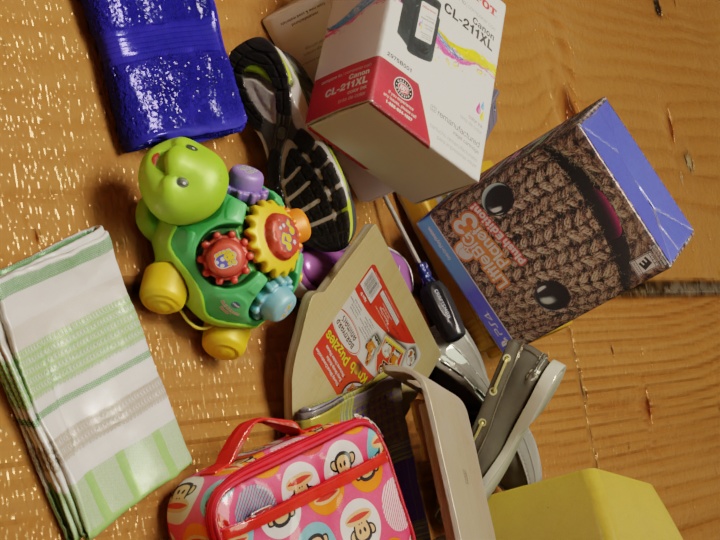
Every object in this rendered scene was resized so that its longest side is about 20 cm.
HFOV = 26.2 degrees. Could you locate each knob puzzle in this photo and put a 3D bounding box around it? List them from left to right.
[{"bbox_3d":[-0.015,0.089,1.371,0.220,0.030,0.220,-15,109,-51],"label":"knob puzzle"}]

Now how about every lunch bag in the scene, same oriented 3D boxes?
[{"bbox_3d":[-0.055,0.199,1.222,0.200,0.082,0.176,-21,97,-44],"label":"lunch bag"}]

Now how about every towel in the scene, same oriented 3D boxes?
[{"bbox_3d":[-0.196,0.079,1.131,0.149,0.031,0.200,-33,105,-54],"label":"towel"},{"bbox_3d":[-0.162,-0.201,1.272,0.148,0.050,0.200,-20,94,-57],"label":"towel"},{"bbox_3d":[0.007,0.194,1.354,0.144,0.023,0.200,-19,103,-50],"label":"towel"}]

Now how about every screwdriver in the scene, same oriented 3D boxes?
[{"bbox_3d":[0.053,-0.022,1.497,0.200,0.029,0.028,68,18,11],"label":"screwdriver"}]

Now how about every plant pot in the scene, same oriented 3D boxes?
[{"bbox_3d":[0.211,0.298,1.497,0.200,0.200,0.176,22,54,-50],"label":"plant pot"}]

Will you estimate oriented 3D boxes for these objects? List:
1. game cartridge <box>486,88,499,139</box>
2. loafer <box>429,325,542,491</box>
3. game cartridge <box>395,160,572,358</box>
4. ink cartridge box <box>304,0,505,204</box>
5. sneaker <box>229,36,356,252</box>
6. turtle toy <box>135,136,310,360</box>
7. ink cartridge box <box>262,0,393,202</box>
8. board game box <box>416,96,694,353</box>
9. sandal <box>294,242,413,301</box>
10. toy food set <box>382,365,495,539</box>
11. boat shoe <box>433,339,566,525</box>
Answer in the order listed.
[{"bbox_3d":[0.115,-0.225,1.623,0.130,0.038,0.200,-66,153,-60],"label":"game cartridge"},{"bbox_3d":[0.112,0.146,1.522,0.200,0.070,0.070,57,42,-12],"label":"loafer"},{"bbox_3d":[0.131,-0.015,1.601,0.176,0.032,0.200,-16,76,-56],"label":"game cartridge"},{"bbox_3d":[0.044,-0.185,1.373,0.146,0.083,0.200,33,55,-35],"label":"ink cartridge box"},{"bbox_3d":[-0.047,-0.113,1.375,0.081,0.074,0.200,-12,81,-62],"label":"sneaker"},{"bbox_3d":[-0.111,-0.029,1.232,0.200,0.101,0.146,42,46,-39],"label":"turtle toy"},{"bbox_3d":[0.016,-0.186,1.482,0.200,0.087,0.145,63,35,-12],"label":"ink cartridge box"},{"bbox_3d":[0.186,-0.041,1.486,0.159,0.200,0.097,55,33,-4],"label":"board game box"},{"bbox_3d":[0.001,0.007,1.426,0.203,0.050,0.083,3,75,-55],"label":"sandal"},{"bbox_3d":[0.064,0.187,1.350,0.144,0.060,0.200,38,38,-68],"label":"toy food set"},{"bbox_3d":[0.119,0.157,1.457,0.060,0.202,0.072,33,18,13],"label":"boat shoe"}]
